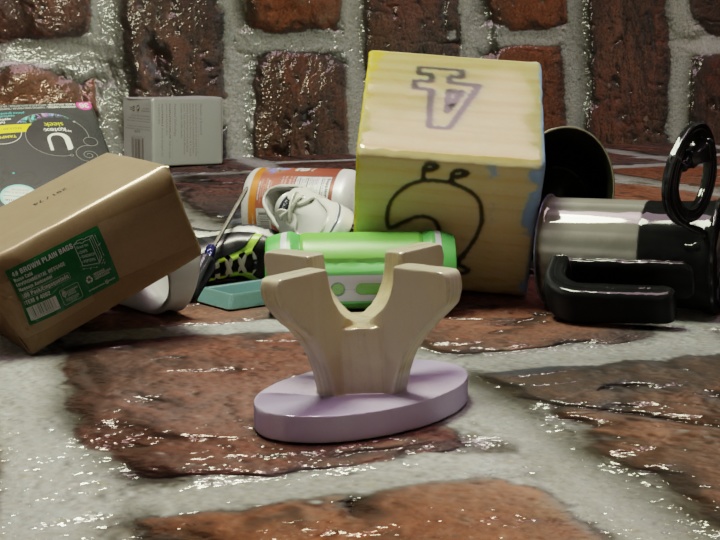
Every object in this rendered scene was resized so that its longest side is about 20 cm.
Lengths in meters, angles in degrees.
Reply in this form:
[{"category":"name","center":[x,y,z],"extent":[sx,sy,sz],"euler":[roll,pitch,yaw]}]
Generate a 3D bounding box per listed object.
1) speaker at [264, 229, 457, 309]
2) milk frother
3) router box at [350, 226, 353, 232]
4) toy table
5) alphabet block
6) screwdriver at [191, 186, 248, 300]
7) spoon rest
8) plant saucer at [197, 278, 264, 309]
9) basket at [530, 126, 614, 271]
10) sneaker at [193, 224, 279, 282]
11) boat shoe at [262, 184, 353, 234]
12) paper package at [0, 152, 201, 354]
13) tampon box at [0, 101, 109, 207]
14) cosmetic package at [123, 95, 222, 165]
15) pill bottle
[{"category":"speaker","center":[0.000,0.000,1.406],"extent":[0.197,0.090,0.088],"euler":[-1,9,-1]},{"category":"milk frother","center":[0.271,-0.054,1.363],"extent":[0.186,0.203,0.180],"euler":[3,14,22]},{"category":"router box","center":[0.050,-0.027,1.668],"extent":[0.147,0.052,0.200],"euler":[-2,9,-19]},{"category":"toy table","center":[0.001,0.049,1.007],"extent":[0.182,0.119,0.199],"euler":[4,11,30]},{"category":"alphabet block","center":[0.096,-0.110,1.496],"extent":[0.197,0.197,0.198],"euler":[4,41,2]},{"category":"screwdriver","center":[-0.166,-0.036,1.546],"extent":[0.029,0.028,0.201],"euler":[-12,35,23]},{"category":"spoon rest","center":[-0.229,0.019,1.443],"extent":[0.098,0.062,0.199],"euler":[-5,-4,-31]},{"category":"plant saucer","center":[-0.083,0.019,1.506],"extent":[0.198,0.019,0.069],"euler":[-9,12,-38]},{"category":"basket","center":[0.249,-0.087,1.729],"extent":[0.134,0.183,0.200],"euler":[20,3,6]},{"category":"sneaker","center":[-0.177,-0.004,1.576],"extent":[0.197,0.072,0.083],"euler":[1,38,5]},{"category":"boat shoe","center":[-0.068,-0.059,1.525],"extent":[0.065,0.074,0.200],"euler":[33,-6,-21]},{"category":"paper package","center":[-0.281,-0.025,1.312],"extent":[0.199,0.105,0.190],"euler":[-30,21,-22]},{"category":"tampon box","center":[-0.371,-0.087,1.576],"extent":[0.148,0.127,0.201],"euler":[-6,43,-25]},{"category":"cosmetic package","center":[-0.466,-0.348,3.335],"extent":[0.198,0.169,0.166],"euler":[-6,10,-36]},{"category":"pill bottle","center":[-0.055,-0.083,1.838],"extent":[0.197,0.114,0.112],"euler":[3,10,17]}]
